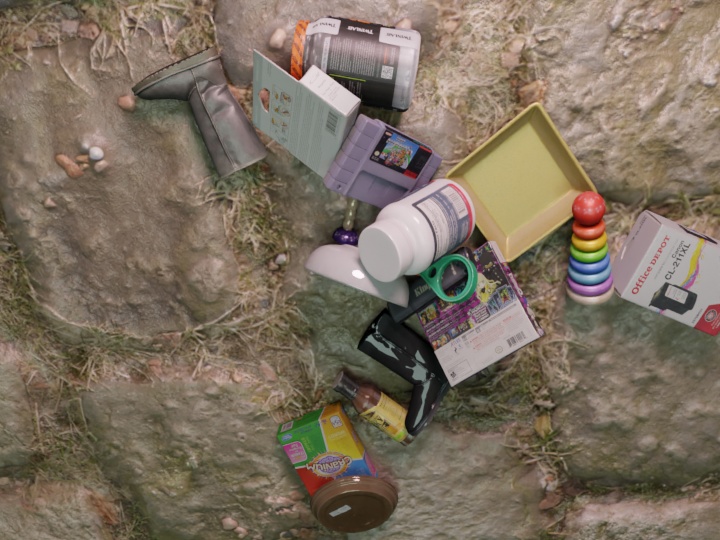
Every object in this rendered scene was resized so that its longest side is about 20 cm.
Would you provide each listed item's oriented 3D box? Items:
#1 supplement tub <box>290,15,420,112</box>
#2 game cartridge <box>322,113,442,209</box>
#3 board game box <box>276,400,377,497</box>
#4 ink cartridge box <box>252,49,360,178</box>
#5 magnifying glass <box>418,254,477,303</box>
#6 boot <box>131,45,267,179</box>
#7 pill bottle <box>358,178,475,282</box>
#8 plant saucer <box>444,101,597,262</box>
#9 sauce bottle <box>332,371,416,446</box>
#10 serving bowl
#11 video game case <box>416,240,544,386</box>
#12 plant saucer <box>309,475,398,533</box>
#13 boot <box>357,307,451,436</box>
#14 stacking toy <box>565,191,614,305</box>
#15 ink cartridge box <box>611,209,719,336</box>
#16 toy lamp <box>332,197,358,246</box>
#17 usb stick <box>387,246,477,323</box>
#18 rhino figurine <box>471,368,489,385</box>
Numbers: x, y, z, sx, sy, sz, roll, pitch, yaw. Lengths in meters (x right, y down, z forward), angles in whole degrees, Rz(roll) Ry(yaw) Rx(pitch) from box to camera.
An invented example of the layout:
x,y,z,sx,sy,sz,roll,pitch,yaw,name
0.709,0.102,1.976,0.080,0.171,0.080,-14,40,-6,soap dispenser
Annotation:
x,y,z,sx,sy,sz,roll,pitch,yaw,name
-0.008,-0.329,0.963,0.193,0.123,0.126,10,113,-1,supplement tub
0.043,-0.168,1.010,0.197,0.039,0.131,13,122,-44,game cartridge
-0.068,0.394,1.297,0.149,0.041,0.204,-23,108,12,board game box
-0.094,-0.251,0.976,0.172,0.201,0.044,38,68,4,ink cartridge box
0.122,0.002,1.068,0.022,0.197,0.082,16,91,-43,magnifying glass
-0.275,-0.256,1.048,0.176,0.073,0.205,-16,116,12,boot
0.090,-0.063,0.993,0.118,0.198,0.123,24,129,35,pill bottle
0.274,-0.151,1.054,0.198,0.049,0.201,-36,104,16,plant saucer
0.030,0.277,1.233,0.198,0.065,0.065,36,110,-9,sauce bottle
0.000,0.000,1.067,0.194,0.200,0.068,20,87,-4,serving bowl
0.200,0.080,1.084,0.199,0.035,0.185,-37,71,33,video game case
-0.013,0.510,1.312,0.193,0.030,0.205,-3,130,-3,plant saucer
0.074,0.198,1.181,0.198,0.065,0.167,37,84,-15,boot
0.395,-0.042,1.045,0.082,0.087,0.205,-9,125,7,stacking toy
0.563,0.005,1.075,0.194,0.083,0.149,20,113,-5,ink cartridge box
-0.008,-0.148,1.071,0.056,0.059,0.206,14,111,-2,toy lamp
0.125,0.029,1.095,0.032,0.057,0.198,17,136,-43,usb stick
0.217,0.126,1.159,0.085,0.060,0.207,5,112,19,rhino figurine
